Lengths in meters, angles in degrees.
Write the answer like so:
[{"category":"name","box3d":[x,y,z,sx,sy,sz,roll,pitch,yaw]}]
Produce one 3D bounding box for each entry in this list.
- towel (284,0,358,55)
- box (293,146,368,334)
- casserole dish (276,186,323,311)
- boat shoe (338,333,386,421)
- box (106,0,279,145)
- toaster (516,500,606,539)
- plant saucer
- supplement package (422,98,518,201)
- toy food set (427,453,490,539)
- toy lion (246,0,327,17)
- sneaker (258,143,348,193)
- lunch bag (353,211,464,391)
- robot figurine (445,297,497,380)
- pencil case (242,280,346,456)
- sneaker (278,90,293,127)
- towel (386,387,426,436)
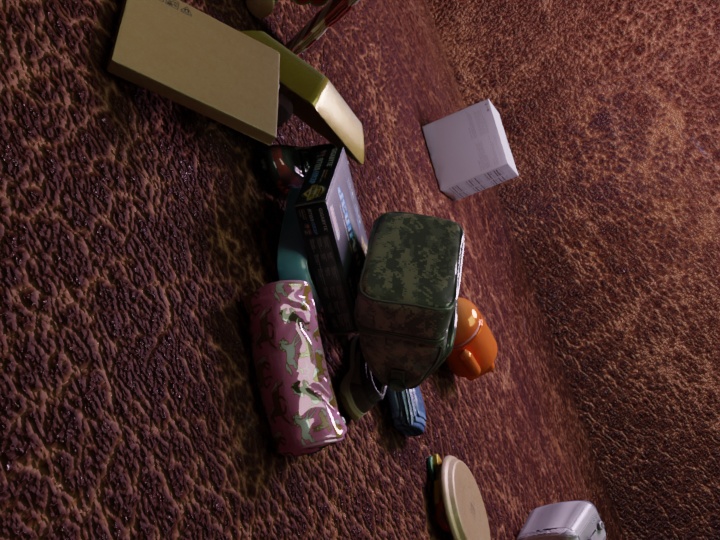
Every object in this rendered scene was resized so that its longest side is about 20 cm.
[{"category":"towel","box3d":[-0.061,-0.400,1.358,0.023,0.199,0.145,43,28,-19]},{"category":"box","box3d":[-0.031,-0.042,1.148,0.160,0.045,0.203,-75,155,-57]},{"category":"casserole dish","box3d":[-0.071,-0.027,1.153,0.203,0.038,0.122,-85,162,-44]},{"category":"boat shoe","box3d":[0.019,0.145,1.238,0.073,0.065,0.201,61,20,-16]},{"category":"box","box3d":[-0.184,-0.240,0.969,0.197,0.021,0.166,23,43,-26]},{"category":"toaster","box3d":[0.414,0.571,1.791,0.129,0.198,0.116,-28,96,-54]},{"category":"plant saucer","box3d":[-0.081,-0.255,1.200,0.199,0.049,0.200,40,0,26]},{"category":"supplement package","box3d":[0.301,-0.325,2.308,0.147,0.197,0.195,20,53,-67]},{"category":"toy food set","box3d":[0.171,0.413,1.433,0.201,0.048,0.200,57,23,-35]},{"category":"toy lion","box3d":[-0.114,-0.502,1.311,0.202,0.189,0.069,59,21,-27]},{"category":"sneaker","box3d":[-0.073,-0.150,1.226,0.200,0.096,0.072,11,63,-67]},{"category":"lunch bag","box3d":[0.066,0.041,1.157,0.202,0.136,0.170,-77,175,-49]},{"category":"robot figurine","box3d":[0.205,0.135,1.709,0.201,0.115,0.145,56,50,-38]},{"category":"pencil case","box3d":[-0.077,0.110,0.978,0.086,0.081,0.204,20,52,-65]},{"category":"sneaker","box3d":[-0.148,-0.226,1.150,0.074,0.082,0.200,39,1,6]},{"category":"towel","box3d":[0.065,0.162,1.367,0.112,0.048,0.204,50,25,-68]}]
